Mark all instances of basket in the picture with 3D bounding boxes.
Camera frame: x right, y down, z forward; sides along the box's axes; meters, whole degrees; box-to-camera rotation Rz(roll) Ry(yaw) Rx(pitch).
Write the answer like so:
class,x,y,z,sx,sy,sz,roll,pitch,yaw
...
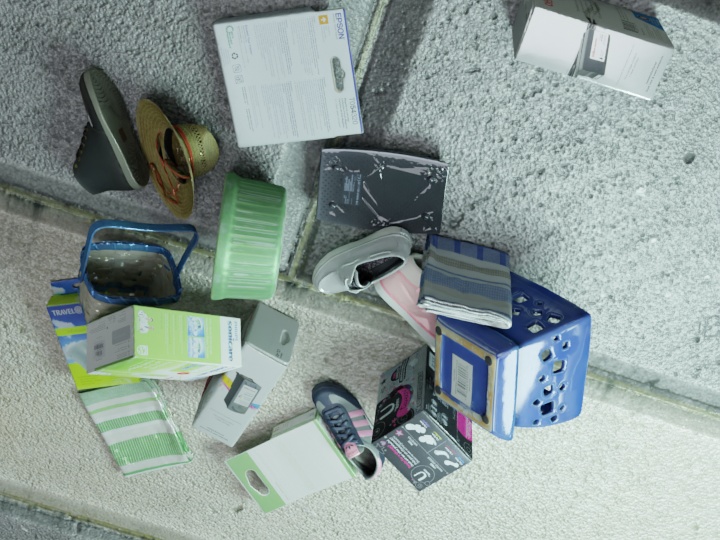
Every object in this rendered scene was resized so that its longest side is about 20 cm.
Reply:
class,x,y,z,sx,sy,sz,roll,pitch,yaw
basket,-0.370,-0.001,1.702,0.176,0.139,0.200,5,136,-33

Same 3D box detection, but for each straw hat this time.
class,x,y,z,sx,sy,sz,roll,pitch,yaw
straw hat,-0.267,-0.183,1.638,0.085,0.201,0.201,-24,121,-25

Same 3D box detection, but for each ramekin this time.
class,x,y,z,sx,sy,sz,roll,pitch,yaw
ramekin,-0.172,-0.048,1.649,0.098,0.200,0.200,7,119,-7

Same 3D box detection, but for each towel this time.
class,x,y,z,sx,sy,sz,roll,pitch,yaw
towel,-0.411,0.288,1.948,0.152,0.023,0.200,-15,116,14
towel,0.164,0.013,1.643,0.147,0.200,0.024,14,124,-2

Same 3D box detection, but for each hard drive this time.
class,x,y,z,sx,sy,sz,roll,pitch,yaw
hard drive,0.034,-0.130,1.668,0.200,0.042,0.135,7,119,2

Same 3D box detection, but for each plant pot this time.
class,x,y,z,sx,sy,sz,roll,pitch,yaw
plant pot,0.226,0.139,1.671,0.180,0.200,0.200,-19,123,-32

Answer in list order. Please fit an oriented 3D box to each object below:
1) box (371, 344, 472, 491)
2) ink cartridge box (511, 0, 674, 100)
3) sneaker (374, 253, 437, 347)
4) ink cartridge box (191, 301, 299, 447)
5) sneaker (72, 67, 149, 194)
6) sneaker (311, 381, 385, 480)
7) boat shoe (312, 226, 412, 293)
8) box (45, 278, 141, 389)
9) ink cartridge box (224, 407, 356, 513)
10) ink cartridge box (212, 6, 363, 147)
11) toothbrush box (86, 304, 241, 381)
class,x,y,z,sx,sy,sz,roll,pitch,yaw
box,0.103,0.244,1.774,0.115,0.200,0.132,-36,109,21
ink cartridge box,0.317,-0.324,1.478,0.200,0.145,0.084,17,119,-3
sneaker,0.127,0.051,1.738,0.200,0.075,0.105,41,120,-11
ink cartridge box,-0.194,0.175,1.795,0.086,0.148,0.200,29,116,-10
sneaker,-0.416,-0.209,1.651,0.106,0.075,0.200,-10,112,20
sneaker,-0.019,0.285,1.875,0.070,0.082,0.200,-31,111,20
boat shoe,0.000,0.000,1.710,0.200,0.069,0.072,-22,130,29
box,-0.460,0.109,1.842,0.122,0.048,0.200,-8,118,9
ink cartridge box,-0.125,0.349,1.939,0.200,0.048,0.146,-25,113,18
ink cartridge box,-0.105,-0.291,1.595,0.200,0.043,0.196,-6,116,6
toothbrush box,-0.310,0.118,1.676,0.200,0.086,0.146,9,160,-43
